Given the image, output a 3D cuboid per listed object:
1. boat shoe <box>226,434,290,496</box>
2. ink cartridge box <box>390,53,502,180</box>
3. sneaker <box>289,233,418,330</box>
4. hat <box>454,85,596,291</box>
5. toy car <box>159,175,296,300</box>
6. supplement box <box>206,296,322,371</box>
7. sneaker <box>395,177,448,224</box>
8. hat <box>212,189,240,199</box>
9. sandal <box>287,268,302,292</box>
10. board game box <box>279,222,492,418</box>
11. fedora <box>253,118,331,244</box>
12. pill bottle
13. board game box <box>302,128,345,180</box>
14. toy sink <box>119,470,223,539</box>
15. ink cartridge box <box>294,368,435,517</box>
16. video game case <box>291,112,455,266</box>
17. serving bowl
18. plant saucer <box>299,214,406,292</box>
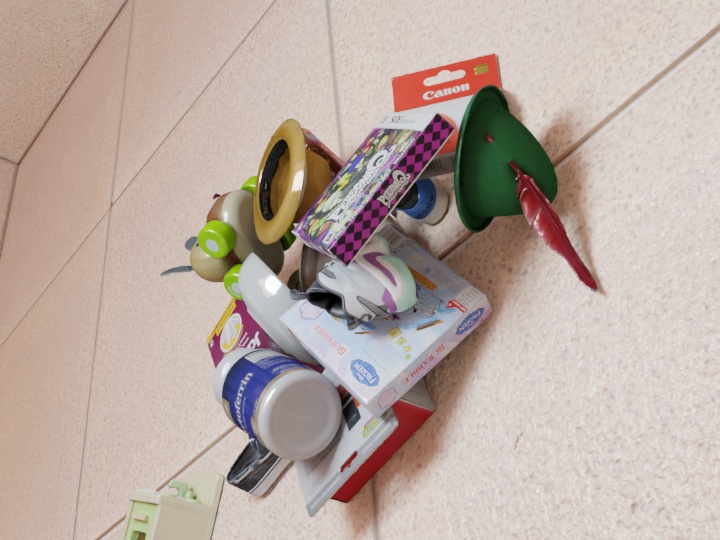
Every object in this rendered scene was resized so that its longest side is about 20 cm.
[{"bbox_3d":[-0.137,0.256,1.435,0.200,0.068,0.072,-54,26,23],"label":"boat shoe"},{"bbox_3d":[0.118,-0.223,1.300,0.161,0.050,0.201,-11,58,13],"label":"ink cartridge box"},{"bbox_3d":[-0.031,-0.005,1.194,0.139,0.078,0.200,-26,45,-10],"label":"sneaker"},{"bbox_3d":[0.219,-0.109,1.106,0.175,0.165,0.201,10,113,29],"label":"hat"},{"bbox_3d":[-0.234,-0.042,1.541,0.199,0.158,0.165,-10,30,34],"label":"toy car"},{"bbox_3d":[-0.158,0.133,1.518,0.131,0.103,0.200,-56,33,16],"label":"supplement box"},{"bbox_3d":[0.043,-0.144,1.379,0.077,0.111,0.200,-55,33,20],"label":"sneaker"},{"bbox_3d":[-0.233,-0.119,1.718,0.200,0.175,0.167,-33,45,43],"label":"hat"},{"bbox_3d":[-0.077,0.036,1.498,0.201,0.057,0.080,11,80,58],"label":"sandal"},{"bbox_3d":[0.029,0.057,1.209,0.199,0.041,0.200,-40,48,-11],"label":"board game box"},{"bbox_3d":[-0.095,-0.126,1.410,0.201,0.081,0.202,-40,44,55],"label":"fedora"},{"bbox_3d":[-0.118,0.169,1.260,0.200,0.115,0.116,15,83,60],"label":"pill bottle"},{"bbox_3d":[-0.070,-0.142,1.472,0.200,0.019,0.103,48,122,55],"label":"board game box"},{"bbox_3d":[-0.323,0.424,1.575,0.130,0.112,0.201,-12,61,53],"label":"toy sink"},{"bbox_3d":[-0.001,0.206,1.250,0.200,0.084,0.176,-50,36,26],"label":"ink cartridge box"},{"bbox_3d":[0.010,-0.103,1.133,0.200,0.036,0.181,-52,19,-3],"label":"video game case"},{"bbox_3d":[-0.113,0.068,1.386,0.066,0.200,0.200,-42,32,-5],"label":"serving bowl"},{"bbox_3d":[0.000,0.000,1.360,0.199,0.032,0.202,2,93,35],"label":"plant saucer"}]
